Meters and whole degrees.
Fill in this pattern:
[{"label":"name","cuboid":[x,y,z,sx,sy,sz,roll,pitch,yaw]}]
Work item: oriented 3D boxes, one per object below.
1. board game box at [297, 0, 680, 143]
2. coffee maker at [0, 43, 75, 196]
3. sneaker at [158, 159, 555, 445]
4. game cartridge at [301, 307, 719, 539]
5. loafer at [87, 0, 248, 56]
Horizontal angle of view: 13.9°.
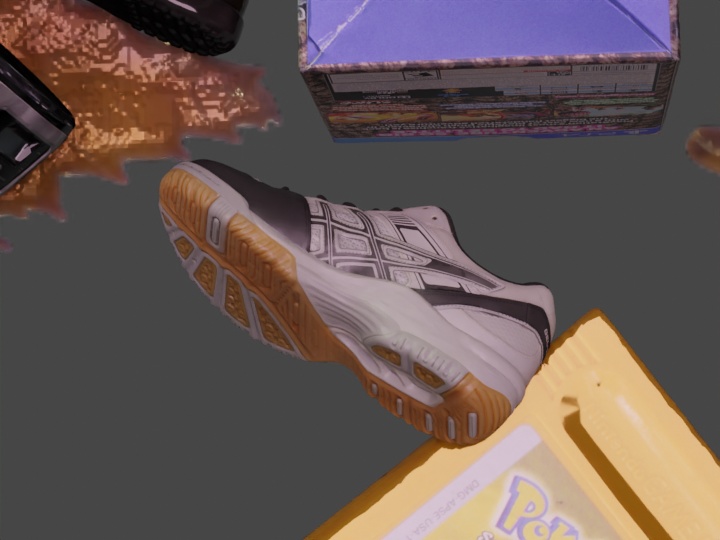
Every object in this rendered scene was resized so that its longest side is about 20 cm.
[{"label":"board game box","cuboid":[0.058,-0.120,1.310,0.158,0.200,0.098,-2,84,3]},{"label":"coffee maker","cuboid":[-0.259,-0.054,1.359,0.192,0.135,0.200,39,88,7]},{"label":"sneaker","cuboid":[0.000,0.000,1.378,0.199,0.076,0.088,33,60,14]},{"label":"game cartridge","cuboid":[0.086,0.146,1.369,0.200,0.032,0.177,-39,84,1]},{"label":"loafer","cuboid":[-0.135,-0.172,1.399,0.199,0.073,0.072,27,75,3]}]
